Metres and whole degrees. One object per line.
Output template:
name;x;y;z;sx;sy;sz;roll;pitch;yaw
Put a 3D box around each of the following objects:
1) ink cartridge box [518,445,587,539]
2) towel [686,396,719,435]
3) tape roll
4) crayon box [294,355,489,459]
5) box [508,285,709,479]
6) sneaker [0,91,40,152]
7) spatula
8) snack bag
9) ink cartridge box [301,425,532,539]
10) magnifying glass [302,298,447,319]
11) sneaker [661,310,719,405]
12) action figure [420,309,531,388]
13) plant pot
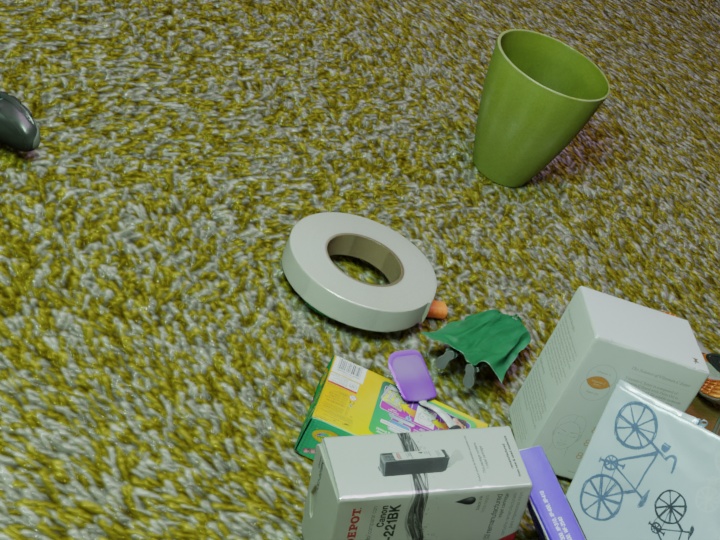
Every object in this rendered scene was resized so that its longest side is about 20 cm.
ink cartridge box;0.211;0.282;1.432;0.043;0.200;0.198;-24;44;2
towel;0.410;0.194;1.828;0.200;0.022;0.147;35;34;11
tape roll;0.000;0.000;1.770;0.202;0.037;0.203;17;33;-11
crayon box;0.038;0.186;1.554;0.199;0.058;0.119;25;34;-2
box;0.289;0.143;1.646;0.152;0.200;0.107;18;30;-14
sneaker;-0.488;-0.190;1.723;0.199;0.076;0.079;26;46;12
spatula;0.092;0.166;1.544;0.056;0.021;0.200;-3;44;-40
snack bag;0.331;0.245;1.532;0.200;0.189;0.021;26;6;27
ink cartridge box;0.052;0.236;1.385;0.199;0.145;0.084;-1;41;-15
magnifying glass;0.019;0.038;1.778;0.199;0.022;0.080;10;36;-24
sneaker;0.457;0.133;1.912;0.092;0.076;0.200;43;2;-41
action figure;0.164;0.092;1.772;0.118;0.055;0.200;36;28;17
plant pot;0.254;-0.235;2.144;0.186;0.200;0.187;18;35;-13
